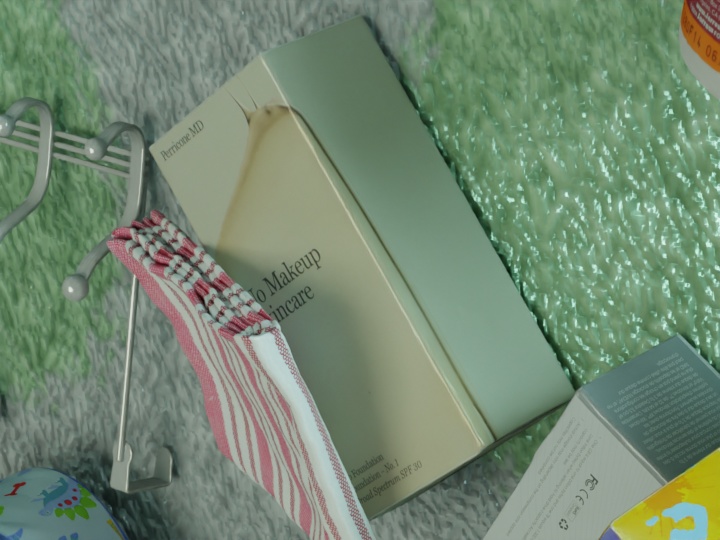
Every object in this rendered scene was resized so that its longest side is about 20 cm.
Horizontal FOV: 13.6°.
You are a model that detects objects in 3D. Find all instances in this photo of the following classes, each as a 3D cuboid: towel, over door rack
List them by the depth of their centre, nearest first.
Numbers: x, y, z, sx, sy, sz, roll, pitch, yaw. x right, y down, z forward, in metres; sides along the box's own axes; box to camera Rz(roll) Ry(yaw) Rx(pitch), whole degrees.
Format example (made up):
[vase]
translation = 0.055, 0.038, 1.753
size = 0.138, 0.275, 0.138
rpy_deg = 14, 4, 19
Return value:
[towel]
translation = -0.052, 0.061, 1.382
size = 0.147, 0.030, 0.200
rpy_deg = 65, 169, -24
[over door rack]
translation = -0.171, 0.012, 1.533
size = 0.147, 0.066, 0.201
rpy_deg = 17, 118, 39

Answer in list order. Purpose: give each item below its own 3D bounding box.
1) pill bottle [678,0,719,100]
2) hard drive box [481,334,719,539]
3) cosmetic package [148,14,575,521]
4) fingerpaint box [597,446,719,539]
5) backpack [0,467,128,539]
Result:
[pill bottle]
translation = 0.186, -0.157, 1.088
size = 0.109, 0.109, 0.201
rpy_deg = 31, 127, 31
[hard drive box]
translation = 0.149, 0.156, 1.281
size = 0.200, 0.077, 0.156
rpy_deg = 47, 133, 19
[cosmetic package]
translation = 0.000, 0.000, 1.361
size = 0.103, 0.073, 0.201
rpy_deg = -37, 82, 46
[fingerpaint box]
translation = 0.208, 0.143, 1.148
size = 0.200, 0.166, 0.073
rpy_deg = 53, 162, 12
[backpack]
translation = -0.173, 0.215, 1.556
size = 0.183, 0.147, 0.201
rpy_deg = -31, 89, 46
